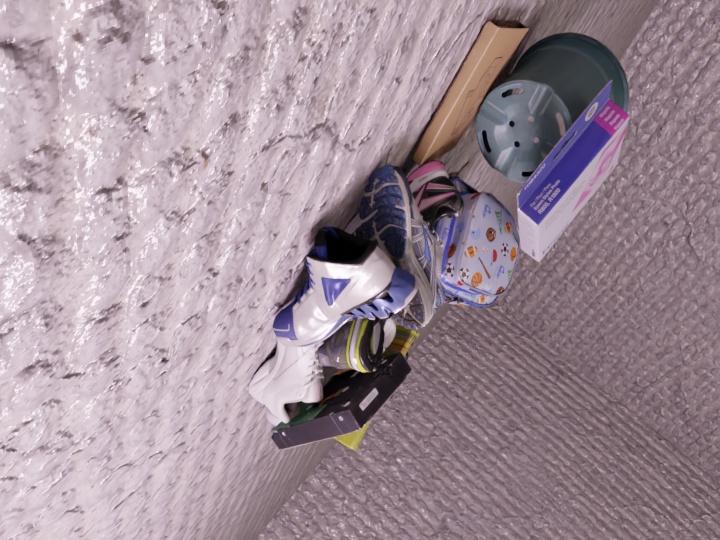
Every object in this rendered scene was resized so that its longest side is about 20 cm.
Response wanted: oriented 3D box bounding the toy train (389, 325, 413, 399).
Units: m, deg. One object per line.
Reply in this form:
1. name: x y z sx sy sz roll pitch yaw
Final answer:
1. toy train: 0.062 0.115 1.097 0.034 0.046 0.202 -4 -129 43

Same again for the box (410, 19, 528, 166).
1. box: 0.151 -0.245 0.921 0.163 0.021 0.202 -35 158 -58

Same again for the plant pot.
1. plant pot: 0.279 -0.236 1.013 0.196 0.199 0.202 -38 162 -47

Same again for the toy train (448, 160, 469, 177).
1. toy train: 0.130 -0.099 1.148 0.201 0.084 0.116 -55 178 12

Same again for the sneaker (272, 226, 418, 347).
1. sneaker: -0.038 0.009 0.803 0.197 0.116 0.081 -23 -154 33

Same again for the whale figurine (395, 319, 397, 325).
1. whale figurine: 0.016 0.106 1.225 0.102 0.162 0.201 -8 154 -5

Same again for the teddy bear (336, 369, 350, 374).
1. teddy bear: -0.011 0.141 1.132 0.143 0.201 0.067 -29 -147 2

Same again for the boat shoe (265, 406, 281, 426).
1. boat shoe: -0.103 0.191 1.146 0.200 0.072 0.068 -49 159 -68

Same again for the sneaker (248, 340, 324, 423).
1. sneaker: -0.076 0.132 0.948 0.077 0.099 0.202 -17 143 -53

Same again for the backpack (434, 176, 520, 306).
1. backpack: 0.154 -0.036 1.013 0.189 0.153 0.203 23 84 -49

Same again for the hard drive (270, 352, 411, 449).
1. hard drive: -0.031 0.192 0.974 0.199 0.038 0.139 -26 -170 44

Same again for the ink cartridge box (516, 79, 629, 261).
1. ink cartridge box: 0.291 -0.126 0.924 0.197 0.043 0.200 -50 158 -4

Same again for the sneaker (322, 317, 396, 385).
1. sneaker: -0.035 0.105 1.017 0.198 0.077 0.083 -32 -149 20

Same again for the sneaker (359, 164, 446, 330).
1. sneaker: 0.060 -0.034 0.843 0.076 0.204 0.085 -3 -166 43

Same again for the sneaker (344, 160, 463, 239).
1. sneaker: 0.057 -0.060 0.898 0.199 0.087 0.080 -39 165 -5

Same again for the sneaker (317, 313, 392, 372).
1. sneaker: -0.006 0.053 0.892 0.201 0.080 0.075 -69 147 -52

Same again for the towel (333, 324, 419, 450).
1. towel: 0.019 0.174 1.035 0.202 0.018 0.086 -61 -155 -13
